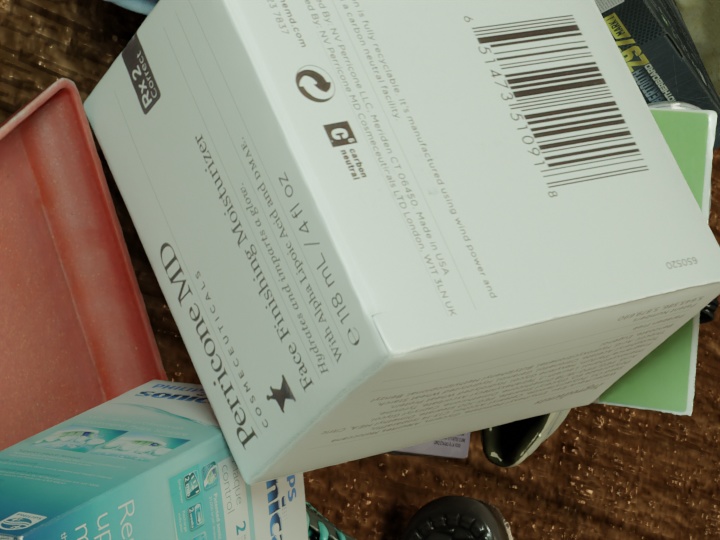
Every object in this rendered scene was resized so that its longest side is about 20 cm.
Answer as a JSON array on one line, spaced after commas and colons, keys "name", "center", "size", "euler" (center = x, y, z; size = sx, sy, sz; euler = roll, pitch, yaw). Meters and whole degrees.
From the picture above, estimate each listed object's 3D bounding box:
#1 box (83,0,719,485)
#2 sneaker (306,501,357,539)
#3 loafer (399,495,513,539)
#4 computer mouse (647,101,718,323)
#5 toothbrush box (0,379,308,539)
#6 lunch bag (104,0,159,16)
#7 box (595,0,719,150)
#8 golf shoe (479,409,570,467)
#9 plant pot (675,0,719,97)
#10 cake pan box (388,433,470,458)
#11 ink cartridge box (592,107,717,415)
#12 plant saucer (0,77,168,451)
[{"name": "box", "center": [0.019, -0.035, 1.211], "size": [0.200, 0.131, 0.199], "euler": [-12, 68, -36]}, {"name": "sneaker", "center": [-0.029, 0.140, 1.358], "size": [0.078, 0.091, 0.200], "euler": [-67, 149, -24]}, {"name": "loafer", "center": [0.063, 0.208, 1.558], "size": [0.071, 0.073, 0.200], "euler": [-50, 140, -57]}, {"name": "computer mouse", "center": [0.160, -0.017, 1.580], "size": [0.200, 0.109, 0.044], "euler": [91, -13, -52]}, {"name": "toothbrush box", "center": [-0.108, 0.145, 1.188], "size": [0.200, 0.085, 0.147], "euler": [-24, 114, -56]}, {"name": "lunch bag", "center": [-0.022, -0.191, 1.247], "size": [0.200, 0.170, 0.127], "euler": [12, 46, -54]}, {"name": "box", "center": [0.131, -0.168, 1.544], "size": [0.200, 0.051, 0.158], "euler": [47, 20, -51]}, {"name": "golf shoe", "center": [0.102, 0.021, 1.514], "size": [0.097, 0.078, 0.200], "euler": [-65, 163, -52]}, {"name": "plant pot", "center": [0.282, -0.191, 1.746], "size": [0.183, 0.200, 0.201], "euler": [-39, 127, -34]}, {"name": "cake pan box", "center": [0.000, 0.000, 1.436], "size": [0.200, 0.052, 0.185], "euler": [16, 79, -57]}, {"name": "ink cartridge box", "center": [0.085, -0.012, 1.334], "size": [0.048, 0.200, 0.146], "euler": [0, 95, -58]}, {"name": "plant saucer", "center": [-0.166, 0.048, 1.194], "size": [0.200, 0.037, 0.200], "euler": [-48, 132, -45]}]
